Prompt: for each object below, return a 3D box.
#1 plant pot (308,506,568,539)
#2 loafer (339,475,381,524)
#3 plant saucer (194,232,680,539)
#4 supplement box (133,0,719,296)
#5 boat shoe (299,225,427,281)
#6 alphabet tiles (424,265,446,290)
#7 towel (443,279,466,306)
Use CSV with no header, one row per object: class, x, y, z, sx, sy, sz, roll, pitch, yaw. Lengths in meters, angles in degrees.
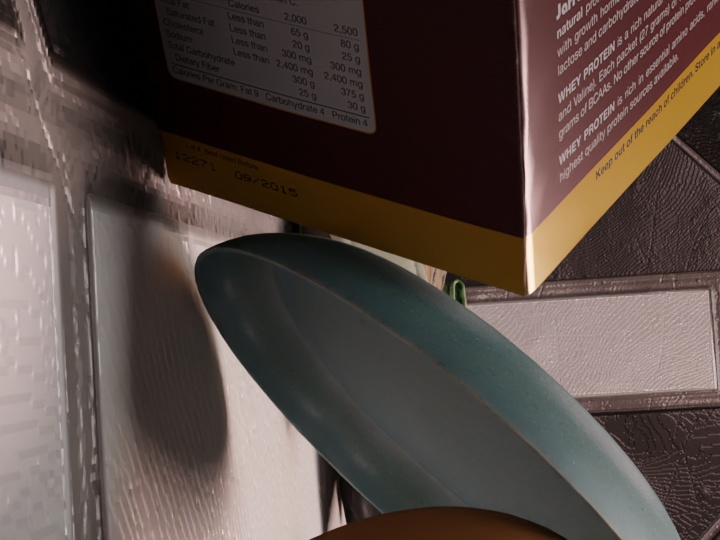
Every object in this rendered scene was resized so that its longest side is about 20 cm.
plant pot,0.026,0.154,0.384,0.140,0.198,0.202,-116,-163,-56
loafer,0.014,0.121,0.924,0.200,0.072,0.073,-35,145,-84
plant saucer,0.029,0.056,0.495,0.027,0.199,0.201,-47,156,-18
supplement box,0.037,-0.143,0.457,0.197,0.132,0.202,-43,139,-39
boat shoe,-0.002,-0.001,0.781,0.060,0.072,0.203,-49,-142,32
alphabet tiles,0.049,-0.051,0.925,0.168,0.007,0.202,86,16,-55
towel,0.036,0.125,1.065,0.149,0.030,0.202,128,-33,-51
